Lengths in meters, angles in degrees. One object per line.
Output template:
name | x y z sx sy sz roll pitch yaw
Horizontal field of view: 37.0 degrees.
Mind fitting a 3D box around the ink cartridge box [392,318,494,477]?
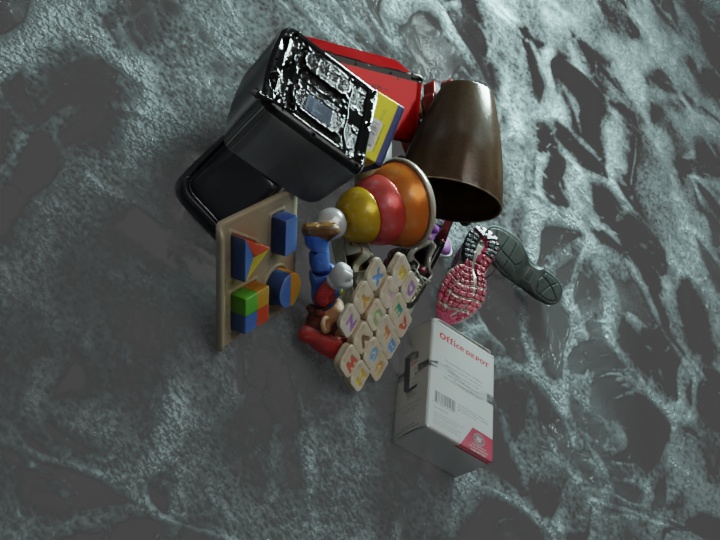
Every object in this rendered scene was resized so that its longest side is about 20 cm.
ink cartridge box | 0.133 0.197 1.685 0.145 0.084 0.202 32 47 -28

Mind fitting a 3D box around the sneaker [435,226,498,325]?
sneaker | 0.184 0.019 1.874 0.080 0.075 0.201 31 55 0

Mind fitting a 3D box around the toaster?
toaster | -0.085 -0.219 1.497 0.199 0.118 0.182 33 43 -24

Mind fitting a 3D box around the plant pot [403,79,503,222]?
plant pot | 0.163 -0.209 1.815 0.186 0.186 0.203 24 69 -34

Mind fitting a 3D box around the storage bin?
storage bin | -0.150 -0.146 1.581 0.146 0.134 0.200 47 40 -11

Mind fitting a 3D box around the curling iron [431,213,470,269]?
curling iron | 0.148 -0.051 1.866 0.049 0.026 0.201 25 61 19

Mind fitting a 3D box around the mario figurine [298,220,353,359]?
mario figurine | -0.035 0.029 1.573 0.123 0.105 0.203 -21 109 -62

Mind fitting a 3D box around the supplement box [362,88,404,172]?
supplement box | -0.050 -0.250 1.702 0.199 0.109 0.111 28 76 -23

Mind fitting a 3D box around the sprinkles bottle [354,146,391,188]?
sprinkles bottle | 0.023 -0.203 1.854 0.068 0.068 0.202 26 48 -32

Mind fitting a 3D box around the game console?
game console | -0.006 -0.313 1.854 0.198 0.118 0.175 9 83 -24

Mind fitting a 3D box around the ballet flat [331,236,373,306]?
ballet flat | 0.000 0.000 1.696 0.067 0.062 0.202 14 55 -39

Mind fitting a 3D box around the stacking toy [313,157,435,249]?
stacking toy | 0.006 -0.089 1.674 0.198 0.146 0.148 -16 76 -36

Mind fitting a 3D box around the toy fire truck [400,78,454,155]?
toy fire truck | 0.150 -0.245 1.999 0.202 0.111 0.169 -90 157 -43

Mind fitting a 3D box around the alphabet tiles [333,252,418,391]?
alphabet tiles | 0.026 0.076 1.593 0.201 0.014 0.196 -60 150 -20

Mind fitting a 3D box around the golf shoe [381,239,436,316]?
golf shoe | 0.067 0.026 1.732 0.077 0.088 0.201 38 44 -24

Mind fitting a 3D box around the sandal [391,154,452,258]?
sandal | 0.111 -0.117 1.902 0.082 0.050 0.204 -21 81 -50

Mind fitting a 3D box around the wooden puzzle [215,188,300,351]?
wooden puzzle | -0.132 -0.004 1.487 0.200 0.046 0.188 -37 136 -53

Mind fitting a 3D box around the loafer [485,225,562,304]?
loafer | 0.291 -0.004 2.022 0.200 0.063 0.072 42 72 -13
